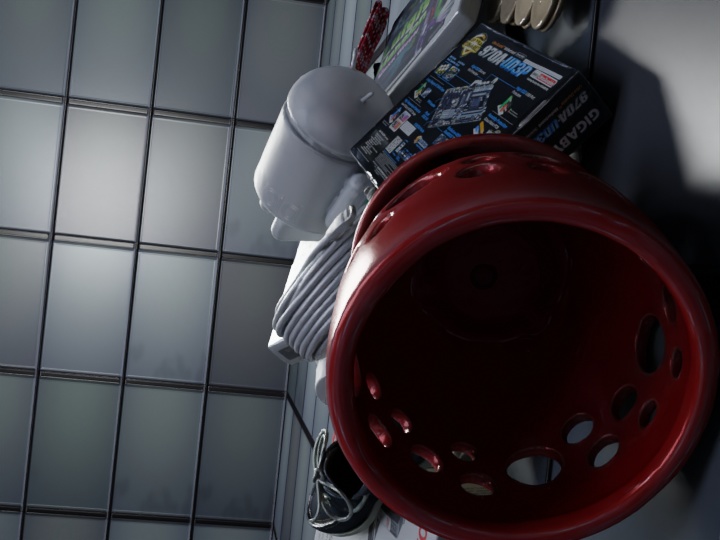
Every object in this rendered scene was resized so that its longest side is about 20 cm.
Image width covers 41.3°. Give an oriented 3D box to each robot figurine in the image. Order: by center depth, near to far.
[{"bbox_3d":[-0.034,-0.117,0.942,0.170,0.112,0.201,60,137,33],"label":"robot figurine"}]

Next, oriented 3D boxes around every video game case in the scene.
[{"bbox_3d":[0.071,-0.255,0.980,0.200,0.023,0.183,-44,23,51],"label":"video game case"}]

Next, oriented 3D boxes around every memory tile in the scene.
[{"bbox_3d":[0.154,-0.279,0.797,0.200,0.017,0.155,-110,34,-72],"label":"memory tile"}]

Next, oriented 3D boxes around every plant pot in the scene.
[{"bbox_3d":[0.083,0.027,0.553,0.183,0.198,0.202,-83,2,-69],"label":"plant pot"}]

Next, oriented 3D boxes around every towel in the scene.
[{"bbox_3d":[-0.008,-0.214,1.141,0.145,0.022,0.202,-78,10,-83],"label":"towel"}]

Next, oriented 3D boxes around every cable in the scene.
[{"bbox_3d":[0.000,0.000,0.922,0.200,0.069,0.200,-51,-7,26],"label":"cable"}]

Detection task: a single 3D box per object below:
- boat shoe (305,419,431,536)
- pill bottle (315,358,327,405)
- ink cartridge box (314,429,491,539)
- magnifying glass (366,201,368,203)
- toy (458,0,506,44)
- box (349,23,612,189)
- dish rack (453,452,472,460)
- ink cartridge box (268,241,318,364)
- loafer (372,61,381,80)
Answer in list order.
[{"bbox_3d":[-0.004,0.161,0.764,0.200,0.061,0.076,-47,46,48],"label":"boat shoe"},{"bbox_3d":[0.000,0.071,1.204,0.115,0.113,0.201,106,172,-49],"label":"pill bottle"},{"bbox_3d":[0.042,0.230,0.822,0.200,0.083,0.146,31,114,59],"label":"ink cartridge box"},{"bbox_3d":[0.036,-0.072,1.030,0.200,0.079,0.022,47,143,18],"label":"magnifying glass"},{"bbox_3d":[0.109,-0.182,0.919,0.115,0.047,0.201,-41,29,31],"label":"toy"},{"bbox_3d":[0.081,-0.106,0.742,0.159,0.046,0.200,-43,27,6],"label":"box"},{"bbox_3d":[0.080,0.179,0.936,0.200,0.043,0.174,-132,49,-77],"label":"dish rack"},{"bbox_3d":[-0.025,0.004,1.161,0.161,0.050,0.201,-26,34,38],"label":"ink cartridge box"},{"bbox_3d":[0.024,-0.164,1.140,0.073,0.071,0.202,108,175,-66],"label":"loafer"}]
